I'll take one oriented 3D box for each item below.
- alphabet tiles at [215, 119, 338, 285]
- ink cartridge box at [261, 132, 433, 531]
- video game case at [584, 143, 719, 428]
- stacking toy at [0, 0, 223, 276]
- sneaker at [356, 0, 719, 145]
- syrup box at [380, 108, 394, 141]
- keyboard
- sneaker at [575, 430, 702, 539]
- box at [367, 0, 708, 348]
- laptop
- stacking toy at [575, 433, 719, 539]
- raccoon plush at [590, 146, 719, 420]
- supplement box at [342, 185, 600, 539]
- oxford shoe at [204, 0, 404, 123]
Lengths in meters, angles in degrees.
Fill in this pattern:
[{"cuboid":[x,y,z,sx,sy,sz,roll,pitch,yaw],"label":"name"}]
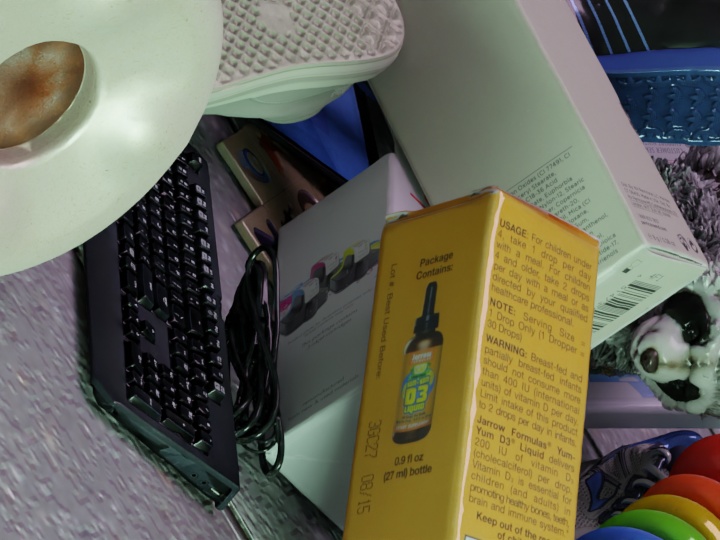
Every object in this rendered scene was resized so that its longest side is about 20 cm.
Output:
[{"cuboid":[0.000,0.000,1.300,0.167,0.006,0.200,56,19,-3],"label":"alphabet tiles"},{"cuboid":[0.024,0.034,1.189,0.115,0.068,0.200,46,24,-25],"label":"ink cartridge box"},{"cuboid":[0.147,-0.004,1.406,0.199,0.022,0.183,1,56,-17],"label":"video game case"},{"cuboid":[-0.152,-0.106,0.958,0.200,0.146,0.146,47,10,34],"label":"stacking toy"},{"cuboid":[0.093,-0.107,1.330,0.070,0.199,0.078,102,-6,-47],"label":"sneaker"},{"cuboid":[0.025,-0.152,1.392,0.200,0.079,0.082,66,7,-54],"label":"syrup box"},{"cuboid":[-0.062,0.001,1.094,0.104,0.040,0.200,43,24,-35],"label":"keyboard"},{"cuboid":[0.123,0.115,1.300,0.077,0.085,0.200,55,20,-6],"label":"sneaker"},{"cuboid":[0.061,-0.067,1.212,0.068,0.082,0.200,14,47,-58],"label":"box"},{"cuboid":[-0.031,-0.157,1.311,0.103,0.200,0.177,2,39,-12],"label":"laptop"},{"cuboid":[0.121,0.127,1.193,0.085,0.085,0.200,56,37,-4],"label":"stacking toy"},{"cuboid":[0.170,-0.007,1.313,0.200,0.134,0.097,-44,144,-36],"label":"raccoon plush"},{"cuboid":[0.038,0.075,1.043,0.069,0.066,0.201,21,67,-38],"label":"supplement box"},{"cuboid":[-0.071,-0.089,1.149,0.200,0.058,0.075,-4,68,-41],"label":"oxford shoe"}]
